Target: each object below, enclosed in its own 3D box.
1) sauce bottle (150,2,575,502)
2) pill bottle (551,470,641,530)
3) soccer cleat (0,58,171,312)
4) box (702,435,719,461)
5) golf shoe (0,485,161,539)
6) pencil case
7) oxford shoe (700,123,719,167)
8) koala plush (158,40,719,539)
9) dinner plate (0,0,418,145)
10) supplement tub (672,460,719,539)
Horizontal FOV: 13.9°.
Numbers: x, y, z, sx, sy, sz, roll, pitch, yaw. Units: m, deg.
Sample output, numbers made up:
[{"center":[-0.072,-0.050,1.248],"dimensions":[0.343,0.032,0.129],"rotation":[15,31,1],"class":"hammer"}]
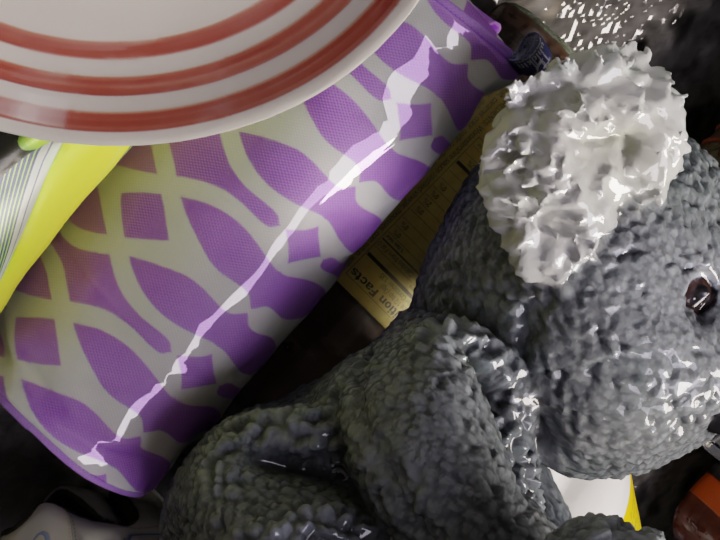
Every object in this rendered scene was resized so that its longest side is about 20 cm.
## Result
[{"center":[0.000,0.000,0.983],"dimensions":[0.200,0.065,0.065],"rotation":[-44,143,1],"class":"sauce bottle"},{"center":[0.048,0.099,1.080],"dimensions":[0.111,0.111,0.200],"rotation":[-34,142,-15],"class":"pill bottle"},{"center":[-0.103,-0.036,0.866],"dimensions":[0.200,0.065,0.084],"rotation":[-48,173,-4],"class":"soccer cleat"},{"center":[0.211,0.005,1.075],"dimensions":[0.200,0.049,0.161],"rotation":[-35,161,7],"class":"box"},{"center":[-0.064,0.106,1.011],"dimensions":[0.078,0.097,0.200],"rotation":[-42,172,4],"class":"golf shoe"},{"center":[-0.037,-0.021,0.917],"dimensions":[0.200,0.084,0.085],"rotation":[-47,167,4],"class":"pencil case"},{"center":[0.127,-0.024,1.092],"dimensions":[0.200,0.070,0.075],"rotation":[-12,114,-42],"class":"oxford shoe"},{"center":[0.052,0.036,0.902],"dimensions":[0.200,0.183,0.177],"rotation":[-65,160,-7],"class":"koala plush"},{"center":[-0.071,-0.116,0.763],"dimensions":[0.199,0.024,0.201],"rotation":[2,132,2],"class":"dinner plate"},{"center":[0.206,0.099,1.239],"dimensions":[0.200,0.107,0.107],"rotation":[-45,143,0],"class":"supplement tub"}]
